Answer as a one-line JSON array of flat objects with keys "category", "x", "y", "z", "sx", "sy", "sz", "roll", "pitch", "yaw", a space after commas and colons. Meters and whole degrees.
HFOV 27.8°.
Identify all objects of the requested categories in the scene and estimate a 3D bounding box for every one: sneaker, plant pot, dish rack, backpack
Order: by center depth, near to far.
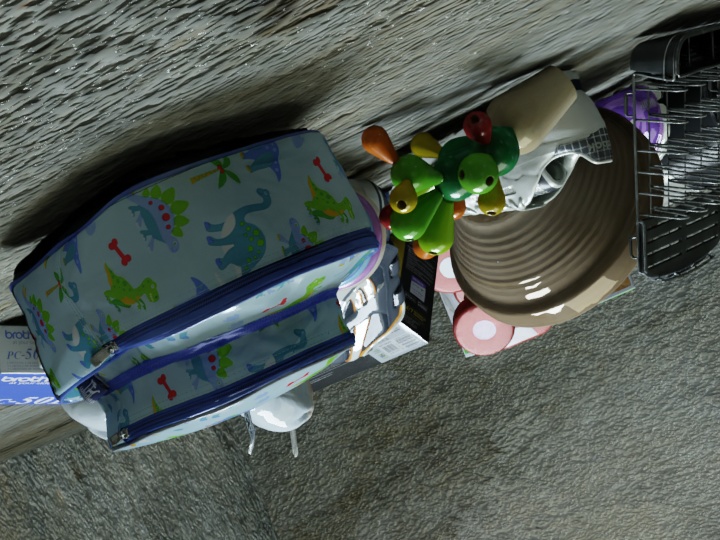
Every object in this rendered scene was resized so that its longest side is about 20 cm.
[{"category": "backpack", "x": -0.085, "y": 0.010, "z": 0.853, "sx": 0.182, "sy": 0.148, "sz": 0.200, "roll": -23, "pitch": 174, "yaw": -35}, {"category": "sneaker", "x": 0.103, "y": -0.074, "z": 1.126, "sx": 0.200, "sy": 0.081, "sz": 0.076, "roll": -34, "pitch": 172, "yaw": 40}, {"category": "dish rack", "x": 0.263, "y": -0.093, "z": 1.138, "sx": 0.054, "sy": 0.201, "sz": 0.153, "roll": 10, "pitch": -159, "yaw": 41}, {"category": "plant pot", "x": 0.142, "y": -0.062, "z": 1.204, "sx": 0.200, "sy": 0.202, "sz": 0.093, "roll": -25, "pitch": 137, "yaw": 30}, {"category": "sneaker", "x": 0.000, "y": 0.000, "z": 1.236, "sx": 0.079, "sy": 0.079, "sz": 0.201, "roll": -3, "pitch": 139, "yaw": -26}, {"category": "sneaker", "x": 0.195, "y": -0.108, "z": 1.324, "sx": 0.083, "sy": 0.081, "sz": 0.200, "roll": -10, "pitch": 169, "yaw": -43}]

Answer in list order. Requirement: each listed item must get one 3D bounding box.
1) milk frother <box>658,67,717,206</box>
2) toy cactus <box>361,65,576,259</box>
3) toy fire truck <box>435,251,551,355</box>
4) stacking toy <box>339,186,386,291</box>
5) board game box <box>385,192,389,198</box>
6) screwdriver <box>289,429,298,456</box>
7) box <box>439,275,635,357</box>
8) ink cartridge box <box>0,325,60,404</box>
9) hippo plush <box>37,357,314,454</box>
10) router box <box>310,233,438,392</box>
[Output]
[{"category": "milk frother", "x": 0.332, "y": -0.093, "z": 1.395, "sx": 0.180, "sy": 0.201, "sz": 0.188, "roll": -24, "pitch": 178, "yaw": -42}, {"category": "toy cactus", "x": 0.077, "y": -0.087, "z": 1.027, "sx": 0.165, "sy": 0.102, "sz": 0.200, "roll": -41, "pitch": 176, "yaw": -9}, {"category": "toy fire truck", "x": 0.157, "y": -0.016, "z": 1.521, "sx": 0.167, "sy": 0.201, "sz": 0.112, "roll": -23, "pitch": -154, "yaw": 16}, {"category": "stacking toy", "x": -0.030, "y": -0.023, "z": 1.051, "sx": 0.085, "sy": 0.086, "sz": 0.200, "roll": -23, "pitch": 180, "yaw": 5}, {"category": "board game box", "x": -0.063, "y": -0.017, "z": 1.366, "sx": 0.199, "sy": 0.035, "sz": 0.135, "roll": -25, "pitch": 175, "yaw": 33}, {"category": "screwdriver", "x": -0.069, "y": 0.064, "z": 1.269, "sx": 0.028, "sy": 0.201, "sz": 0.029, "roll": -7, "pitch": 179, "yaw": -6}, {"category": "box", "x": 0.187, "y": -0.019, "z": 1.693, "sx": 0.199, "sy": 0.177, "sz": 0.097, "roll": -20, "pitch": 178, "yaw": -22}, {"category": "ink cartridge box", "x": -0.231, "y": 0.083, "z": 1.258, "sx": 0.199, "sy": 0.044, "sz": 0.094, "roll": 4, "pitch": 158, "yaw": -33}, {"category": "hippo plush", "x": -0.136, "y": 0.076, "z": 1.077, "sx": 0.160, "sy": 0.160, "sz": 0.201, "roll": -20, "pitch": -141, "yaw": 19}, {"category": "router box", "x": -0.012, "y": 0.029, "z": 1.462, "sx": 0.199, "sy": 0.158, "sz": 0.052, "roll": -26, "pitch": 131, "yaw": 37}]
